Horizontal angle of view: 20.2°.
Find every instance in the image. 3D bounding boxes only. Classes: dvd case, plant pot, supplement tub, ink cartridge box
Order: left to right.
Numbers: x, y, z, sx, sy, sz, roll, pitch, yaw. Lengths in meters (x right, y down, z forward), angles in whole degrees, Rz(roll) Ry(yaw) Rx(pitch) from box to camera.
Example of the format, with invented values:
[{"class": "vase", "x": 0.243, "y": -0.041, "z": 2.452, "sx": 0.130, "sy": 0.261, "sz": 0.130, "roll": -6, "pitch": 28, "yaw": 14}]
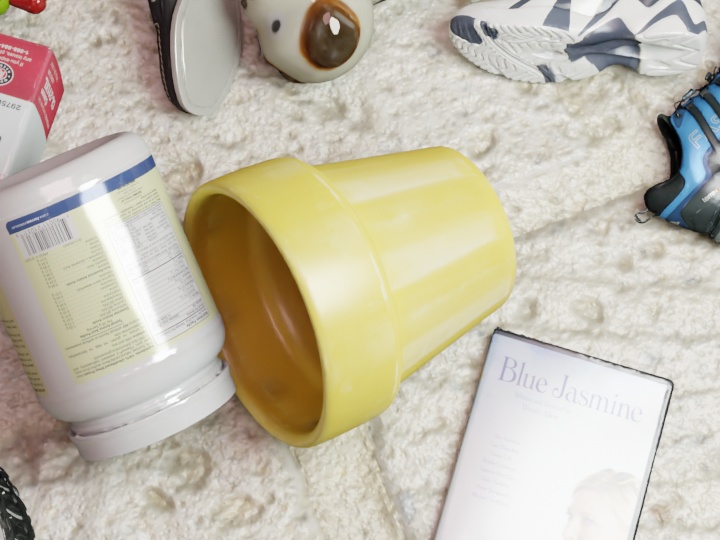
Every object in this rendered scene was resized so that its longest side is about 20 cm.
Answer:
[{"class": "ink cartridge box", "x": -0.323, "y": -0.081, "z": 1.511, "sx": 0.145, "sy": 0.083, "sz": 0.201, "roll": 15, "pitch": 72, "yaw": 2}, {"class": "supplement tub", "x": -0.182, "y": 0.018, "z": 1.427, "sx": 0.145, "sy": 0.145, "sz": 0.201, "roll": -24, "pitch": 100, "yaw": -10}, {"class": "plant pot", "x": 0.000, "y": 0.000, "z": 1.452, "sx": 0.188, "sy": 0.201, "sz": 0.201, "roll": -24, "pitch": 74, "yaw": -26}, {"class": "dvd case", "x": 0.140, "y": 0.155, "z": 1.489, "sx": 0.142, "sy": 0.018, "sz": 0.201, "roll": 16, "pitch": 72, "yaw": 4}]

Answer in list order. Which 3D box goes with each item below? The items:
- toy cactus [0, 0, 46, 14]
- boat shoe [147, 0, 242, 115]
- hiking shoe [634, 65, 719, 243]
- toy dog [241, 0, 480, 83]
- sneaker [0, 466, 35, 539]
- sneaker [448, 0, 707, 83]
[{"class": "toy cactus", "x": -0.321, "y": -0.285, "z": 1.581, "sx": 0.164, "sy": 0.102, "sz": 0.201, "roll": -10, "pitch": 81, "yaw": 5}, {"class": "boat shoe", "x": -0.138, "y": -0.219, "z": 1.575, "sx": 0.060, "sy": 0.074, "sz": 0.201, "roll": -4, "pitch": 87, "yaw": 39}, {"class": "hiking shoe", "x": 0.275, "y": -0.123, "z": 1.554, "sx": 0.086, "sy": 0.074, "sz": 0.201, "roll": 16, "pitch": 72, "yaw": 2}, {"class": "toy dog", "x": -0.012, "y": -0.236, "z": 1.563, "sx": 0.194, "sy": 0.139, "sz": 0.200, "roll": 43, "pitch": 71, "yaw": -23}, {"class": "sneaker", "x": -0.297, "y": 0.156, "z": 1.449, "sx": 0.079, "sy": 0.074, "sz": 0.200, "roll": -34, "pitch": 70, "yaw": -3}, {"class": "sneaker", "x": 0.170, "y": -0.223, "z": 1.585, "sx": 0.198, "sy": 0.080, "sz": 0.130, "roll": -2, "pitch": 60, "yaw": 9}]
